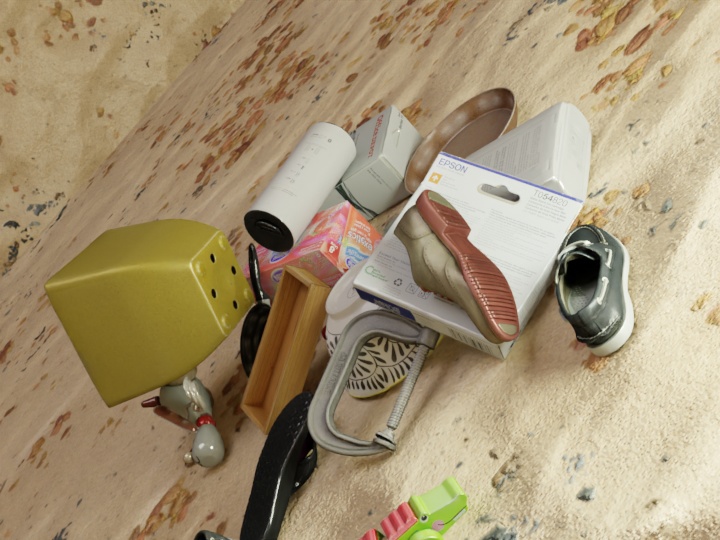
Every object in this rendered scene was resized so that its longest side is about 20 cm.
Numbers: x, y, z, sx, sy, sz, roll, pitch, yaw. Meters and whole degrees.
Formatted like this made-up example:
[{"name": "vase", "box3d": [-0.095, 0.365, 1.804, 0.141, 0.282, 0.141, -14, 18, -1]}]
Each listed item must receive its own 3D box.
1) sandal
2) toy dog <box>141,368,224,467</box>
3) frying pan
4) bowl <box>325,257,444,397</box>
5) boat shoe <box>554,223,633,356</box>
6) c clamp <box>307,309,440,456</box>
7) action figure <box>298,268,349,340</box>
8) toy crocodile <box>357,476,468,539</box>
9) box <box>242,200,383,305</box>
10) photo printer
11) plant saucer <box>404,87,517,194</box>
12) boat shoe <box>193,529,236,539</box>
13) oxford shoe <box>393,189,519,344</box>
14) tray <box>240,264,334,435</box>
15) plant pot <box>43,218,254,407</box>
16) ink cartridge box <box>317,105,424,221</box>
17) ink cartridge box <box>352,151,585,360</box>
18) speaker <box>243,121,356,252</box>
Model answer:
[{"name": "sandal", "box3d": [-0.089, 0.241, 1.421, 0.075, 0.048, 0.201, -11, 54, 52]}, {"name": "toy dog", "box3d": [-0.252, 0.203, 1.669, 0.096, 0.132, 0.200, -24, 14, -3]}, {"name": "frying pan", "box3d": [-0.143, 0.071, 1.683, 0.115, 0.031, 0.190, -48, 50, 41]}, {"name": "bowl", "box3d": [0.020, 0.047, 1.464, 0.201, 0.094, 0.201, -40, 22, 20]}, {"name": "boat shoe", "box3d": [0.232, 0.003, 1.226, 0.076, 0.060, 0.200, -39, 24, 19]}, {"name": "c clamp", "box3d": [0.032, 0.123, 1.344, 0.171, 0.027, 0.200, 22, 78, 29]}, {"name": "action figure", "box3d": [0.000, 0.000, 1.584, 0.200, 0.099, 0.065, -53, 23, -7]}, {"name": "toy crocodile", "box3d": [0.022, 0.271, 1.153, 0.200, 0.062, 0.068, -43, 24, 8]}, {"name": "box", "box3d": [-0.071, -0.008, 1.707, 0.200, 0.095, 0.103, -20, 33, 47]}, {"name": "photo printer", "box3d": [0.181, -0.099, 1.462, 0.200, 0.069, 0.166, -30, 30, 35]}, {"name": "plant saucer", "box3d": [0.146, -0.172, 1.682, 0.200, 0.034, 0.200, -36, 26, 21]}, {"name": "boat shoe", "box3d": [-0.185, 0.381, 1.320, 0.069, 0.057, 0.200, -23, 39, 44]}, {"name": "oxford shoe", "box3d": [0.102, 0.008, 1.290, 0.075, 0.070, 0.200, -45, 53, 25]}, {"name": "tray", "box3d": [-0.094, 0.102, 1.541, 0.099, 0.037, 0.200, 33, 106, 62]}, {"name": "plant pot", "box3d": [-0.264, 0.041, 1.638, 0.200, 0.196, 0.194, -15, 20, 24]}, {"name": "ink cartridge box", "box3d": [-0.007, -0.139, 1.825, 0.200, 0.083, 0.147, -31, 28, 32]}, {"name": "ink cartridge box", "box3d": [0.124, -0.021, 1.353, 0.199, 0.041, 0.200, 23, 69, 31]}, {"name": "speaker", "box3d": [-0.084, -0.119, 1.694, 0.081, 0.081, 0.200, -20, 30, 47]}]
